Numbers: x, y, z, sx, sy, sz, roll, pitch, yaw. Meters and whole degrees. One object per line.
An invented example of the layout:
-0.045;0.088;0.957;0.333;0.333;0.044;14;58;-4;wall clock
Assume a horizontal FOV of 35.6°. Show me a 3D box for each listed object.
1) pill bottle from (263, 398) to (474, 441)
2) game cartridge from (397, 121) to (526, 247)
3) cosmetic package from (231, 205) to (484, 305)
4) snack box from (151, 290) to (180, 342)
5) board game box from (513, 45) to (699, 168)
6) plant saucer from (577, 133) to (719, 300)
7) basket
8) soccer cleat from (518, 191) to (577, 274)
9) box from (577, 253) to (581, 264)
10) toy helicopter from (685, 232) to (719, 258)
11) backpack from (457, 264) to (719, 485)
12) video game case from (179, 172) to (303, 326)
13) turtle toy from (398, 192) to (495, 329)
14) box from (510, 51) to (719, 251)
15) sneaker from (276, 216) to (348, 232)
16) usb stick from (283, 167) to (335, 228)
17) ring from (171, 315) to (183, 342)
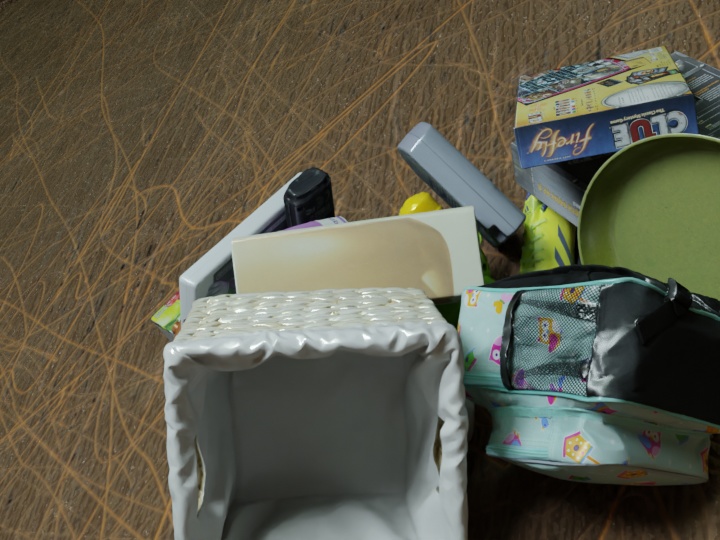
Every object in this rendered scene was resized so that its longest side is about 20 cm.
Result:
-0.007;0.104;0.939;0.197;0.114;0.113;-1;36;-2;pill bottle
0.092;-0.078;1.037;0.041;0.133;0.200;-50;-3;3;game cartridge
0.000;0.000;0.928;0.198;0.072;0.105;-8;-5;4;cosmetic package
-0.127;0.017;1.277;0.200;0.053;0.142;-47;35;-17;snack box
0.196;-0.137;0.921;0.134;0.035;0.200;-10;19;13;board game box
0.255;-0.011;0.833;0.199;0.202;0.031;0;25;43;plant saucer
-0.029;0.119;0.801;0.197;0.201;0.161;-3;14;-1;basket
0.166;-0.023;1.022;0.064;0.084;0.201;-14;38;30;soccer cleat
0.272;-0.059;1.013;0.142;0.036;0.201;-15;38;29;box
0.339;-0.009;0.846;0.131;0.079;0.200;-28;44;-14;toy helicopter
0.161;0.074;0.813;0.199;0.174;0.155;11;90;54;backpack
-0.108;0.026;1.104;0.023;0.183;0.200;24;44;20;video game case
0.038;0.030;1.042;0.200;0.146;0.101;-42;9;-11;turtle toy
0.256;-0.106;0.979;0.199;0.049;0.158;-30;39;-16;box
-0.043;0.038;1.096;0.114;0.202;0.073;-24;50;-36;sneaker
-0.046;-0.021;1.127;0.055;0.201;0.033;-37;58;-24;usb stick
-0.134;0.049;1.124;0.019;0.201;0.201;24;61;21;ring
